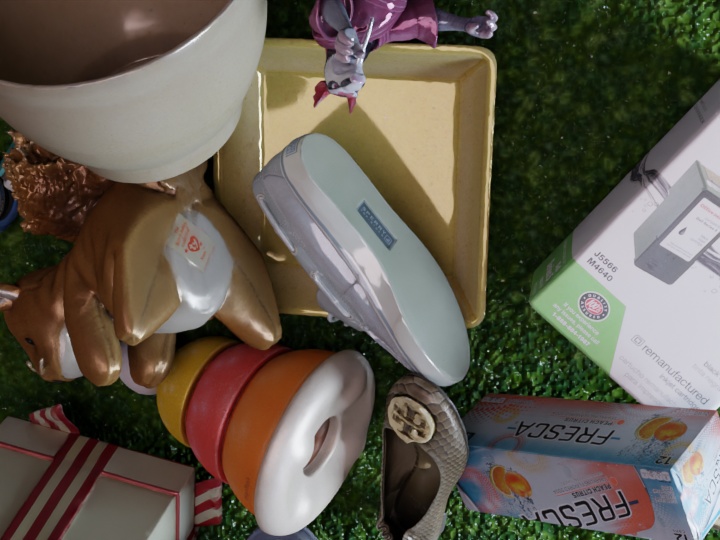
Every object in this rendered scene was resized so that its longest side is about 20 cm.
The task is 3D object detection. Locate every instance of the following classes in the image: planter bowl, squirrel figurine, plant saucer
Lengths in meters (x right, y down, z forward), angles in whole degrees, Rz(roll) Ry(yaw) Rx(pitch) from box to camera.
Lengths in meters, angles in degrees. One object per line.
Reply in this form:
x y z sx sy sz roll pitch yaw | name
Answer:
-0.146 -0.141 0.848 0.200 0.200 0.135 -2 143 12 | planter bowl
-0.183 -0.011 0.958 0.186 0.141 0.200 -18 82 39 | squirrel figurine
-0.003 -0.067 0.964 0.200 0.048 0.200 5 107 11 | plant saucer

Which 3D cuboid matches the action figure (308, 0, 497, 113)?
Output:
0.006 -0.197 0.857 0.149 0.134 0.200 40 113 32 | action figure

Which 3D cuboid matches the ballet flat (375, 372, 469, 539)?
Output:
0.036 0.148 0.969 0.067 0.046 0.200 38 148 25 | ballet flat

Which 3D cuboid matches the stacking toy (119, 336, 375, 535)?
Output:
-0.102 0.093 1.005 0.200 0.146 0.146 25 110 21 | stacking toy

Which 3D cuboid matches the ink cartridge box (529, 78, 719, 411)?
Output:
0.235 -0.011 0.912 0.145 0.084 0.200 41 109 -2 | ink cartridge box

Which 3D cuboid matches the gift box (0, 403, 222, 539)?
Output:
-0.217 0.220 1.015 0.184 0.187 0.200 17 124 8 | gift box

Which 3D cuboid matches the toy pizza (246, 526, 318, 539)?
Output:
-0.048 0.289 1.026 0.032 0.200 0.201 1 111 -32 | toy pizza

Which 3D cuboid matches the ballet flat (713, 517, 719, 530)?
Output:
0.329 0.166 0.956 0.200 0.046 0.068 5 106 10 | ballet flat

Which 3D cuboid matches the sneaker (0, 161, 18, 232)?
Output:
-0.346 -0.096 1.007 0.200 0.083 0.071 39 109 -1 | sneaker

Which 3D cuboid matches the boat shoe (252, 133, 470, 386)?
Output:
-0.001 0.000 0.930 0.071 0.070 0.201 -28 101 38 | boat shoe

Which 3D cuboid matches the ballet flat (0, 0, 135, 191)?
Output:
-0.194 -0.129 0.983 0.069 0.069 0.200 37 114 -1 | ballet flat

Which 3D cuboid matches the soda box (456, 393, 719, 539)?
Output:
0.154 0.133 0.926 0.200 0.068 0.064 -1 119 47 | soda box
